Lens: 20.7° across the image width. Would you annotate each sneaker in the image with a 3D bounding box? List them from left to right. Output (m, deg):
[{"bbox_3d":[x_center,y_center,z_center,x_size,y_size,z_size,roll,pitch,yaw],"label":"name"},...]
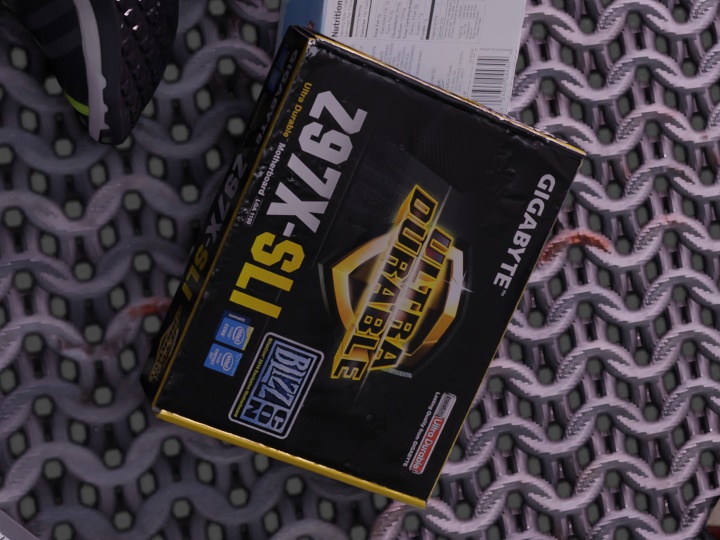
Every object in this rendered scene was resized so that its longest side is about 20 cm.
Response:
[{"bbox_3d":[-0.140,-0.145,0.926,0.082,0.201,0.072,18,54,16],"label":"sneaker"}]

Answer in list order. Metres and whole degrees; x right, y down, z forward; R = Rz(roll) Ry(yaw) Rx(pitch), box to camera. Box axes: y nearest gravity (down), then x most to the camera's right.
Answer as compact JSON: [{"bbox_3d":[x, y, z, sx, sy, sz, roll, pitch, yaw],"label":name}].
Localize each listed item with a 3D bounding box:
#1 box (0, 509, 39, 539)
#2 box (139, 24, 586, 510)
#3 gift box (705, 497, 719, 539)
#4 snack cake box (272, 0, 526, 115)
[{"bbox_3d":[-0.177,0.209,0.925,0.200,0.050,0.158,41,72,-14],"label":"box"},{"bbox_3d":[0.000,0.000,0.980,0.158,0.049,0.202,22,99,-20],"label":"box"},{"bbox_3d":[0.336,0.113,1.068,0.184,0.200,0.188,39,71,-19],"label":"gift box"},{"bbox_3d":[0.027,-0.182,0.990,0.114,0.067,0.202,0,114,-21],"label":"snack cake box"}]
